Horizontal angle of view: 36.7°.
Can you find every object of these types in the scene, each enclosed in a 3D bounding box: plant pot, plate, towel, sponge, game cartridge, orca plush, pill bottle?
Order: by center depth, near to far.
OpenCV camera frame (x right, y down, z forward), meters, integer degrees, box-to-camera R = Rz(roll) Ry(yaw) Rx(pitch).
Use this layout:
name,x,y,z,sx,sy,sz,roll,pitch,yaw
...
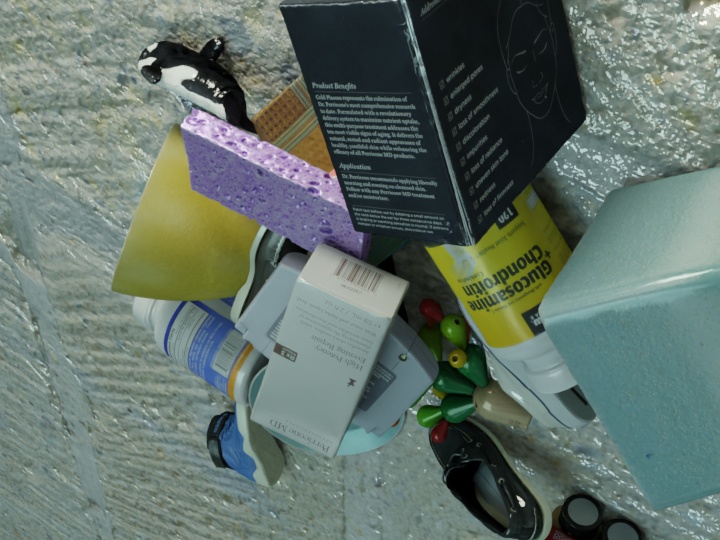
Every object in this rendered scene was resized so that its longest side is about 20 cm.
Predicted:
name,x,y,z,sx,sy,sz,roll,pitch,yaw
plant pot,0.291,0.033,0.822,0.199,0.196,0.197,-20,109,40
pill bottle,0.145,0.010,0.997,0.111,0.112,0.201,-18,110,51
sponge,-0.080,-0.075,1.045,0.198,0.030,0.112,27,153,9
towel,-0.008,-0.108,1.094,0.146,0.022,0.201,-33,97,37
game cartridge,-0.022,0.075,1.130,0.199,0.042,0.133,38,121,-3
orca plush,-0.167,-0.212,1.133,0.200,0.104,0.072,39,108,56
plant pot,-0.180,-0.046,1.234,0.140,0.202,0.200,21,144,-8
plate,-0.041,0.162,1.351,0.197,0.026,0.202,5,136,4
pill bottle,-0.195,0.079,1.404,0.199,0.112,0.113,30,141,21

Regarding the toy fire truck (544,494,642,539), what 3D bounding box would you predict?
name,x,y,z,sx,sy,sz,roll,pitch,yaw
toy fire truck,0.245,0.357,1.150,0.175,0.200,0.130,29,141,21

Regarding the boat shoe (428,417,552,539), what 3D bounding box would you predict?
name,x,y,z,sx,sy,sz,roll,pitch,yaw
boat shoe,0.127,0.231,1.212,0.200,0.065,0.075,49,127,40

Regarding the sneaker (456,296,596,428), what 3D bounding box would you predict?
name,x,y,z,sx,sy,sz,roll,pitch,yaw
sneaker,0.154,0.087,1.095,0.201,0.073,0.071,51,140,-7

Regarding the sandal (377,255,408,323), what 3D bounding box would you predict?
name,x,y,z,sx,sy,sz,roll,pitch,yaw
sandal,0.001,0.001,1.187,0.075,0.048,0.202,4,126,42

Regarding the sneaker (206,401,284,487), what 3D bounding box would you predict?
name,x,y,z,sx,sy,sz,roll,pitch,yaw
sneaker,-0.179,0.226,1.554,0.110,0.077,0.201,14,140,23

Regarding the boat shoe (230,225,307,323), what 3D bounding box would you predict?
name,x,y,z,sx,sy,sz,roll,pitch,yaw
boat shoe,-0.085,0.001,1.173,0.060,0.072,0.202,39,136,16

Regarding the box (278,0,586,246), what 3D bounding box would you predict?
name,x,y,z,sx,sy,sz,roll,pitch,yaw
box,0.066,-0.159,0.844,0.123,0.200,0.198,9,130,38

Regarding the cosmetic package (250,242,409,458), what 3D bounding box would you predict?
name,x,y,z,sx,sy,sz,roll,pitch,yaw
cosmetic package,-0.033,0.082,1.070,0.101,0.074,0.202,23,126,5

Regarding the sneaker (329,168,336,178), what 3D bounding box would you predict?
name,x,y,z,sx,sy,sz,roll,pitch,yaw
sneaker,0.022,-0.099,1.029,0.073,0.087,0.200,36,152,-11

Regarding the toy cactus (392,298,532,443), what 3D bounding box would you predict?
name,x,y,z,sx,sy,sz,roll,pitch,yaw
toy cactus,0.109,0.127,1.176,0.163,0.102,0.202,24,131,13
